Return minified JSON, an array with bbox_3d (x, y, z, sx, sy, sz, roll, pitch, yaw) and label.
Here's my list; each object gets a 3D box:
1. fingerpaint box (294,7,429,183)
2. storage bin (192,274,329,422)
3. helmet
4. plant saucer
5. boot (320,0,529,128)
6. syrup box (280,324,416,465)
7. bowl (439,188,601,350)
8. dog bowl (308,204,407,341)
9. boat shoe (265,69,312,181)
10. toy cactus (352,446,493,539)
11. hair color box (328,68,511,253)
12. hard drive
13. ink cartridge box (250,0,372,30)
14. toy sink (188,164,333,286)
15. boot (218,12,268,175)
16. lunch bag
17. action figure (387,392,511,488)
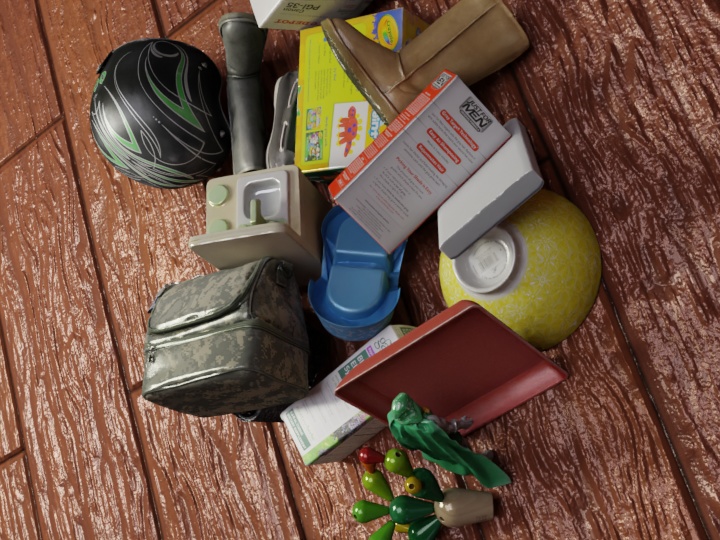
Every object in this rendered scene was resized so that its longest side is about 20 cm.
[{"bbox_3d":[0.002,-0.224,1.326,0.166,0.073,0.201,-4,80,34],"label":"fingerpaint box"},{"bbox_3d":[-0.158,0.106,1.369,0.200,0.094,0.136,30,100,34],"label":"storage bin"},{"bbox_3d":[-0.286,-0.214,1.448,0.199,0.200,0.191,-23,62,29],"label":"helmet"},{"bbox_3d":[0.102,0.116,1.141,0.199,0.200,0.037,-34,45,23],"label":"plant saucer"},{"bbox_3d":[0.076,-0.283,1.229,0.200,0.066,0.175,-37,95,-2],"label":"boot"},{"bbox_3d":[0.004,0.156,1.259,0.200,0.081,0.079,-41,65,23],"label":"syrup box"},{"bbox_3d":[0.164,-0.008,1.163,0.199,0.108,0.201,-6,79,33],"label":"bowl"},{"bbox_3d":[0.000,0.000,1.255,0.111,0.050,0.201,5,54,7],"label":"dog bowl"},{"bbox_3d":[-0.087,-0.182,1.381,0.057,0.067,0.201,-14,72,47],"label":"boat shoe"},{"bbox_3d":[0.071,0.280,1.168,0.164,0.102,0.201,-3,118,3],"label":"toy cactus"},{"bbox_3d":[0.068,-0.128,1.188,0.200,0.102,0.061,-44,19,7],"label":"hair color box"},{"bbox_3d":[0.143,-0.098,1.156,0.132,0.200,0.027,-41,106,19],"label":"hard drive"},{"bbox_3d":[-0.038,-0.396,1.301,0.200,0.146,0.083,-36,67,50],"label":"ink cartridge box"},{"bbox_3d":[-0.120,-0.059,1.285,0.130,0.200,0.113,-9,70,17],"label":"toy sink"},{"bbox_3d":[-0.159,-0.230,1.393,0.072,0.182,0.201,1,74,2],"label":"boot"},{"bbox_3d":[-0.168,0.079,1.249,0.199,0.139,0.168,-16,59,31],"label":"lunch bag"},{"bbox_3d":[0.085,0.184,1.128,0.118,0.200,0.055,4,66,32],"label":"action figure"}]
